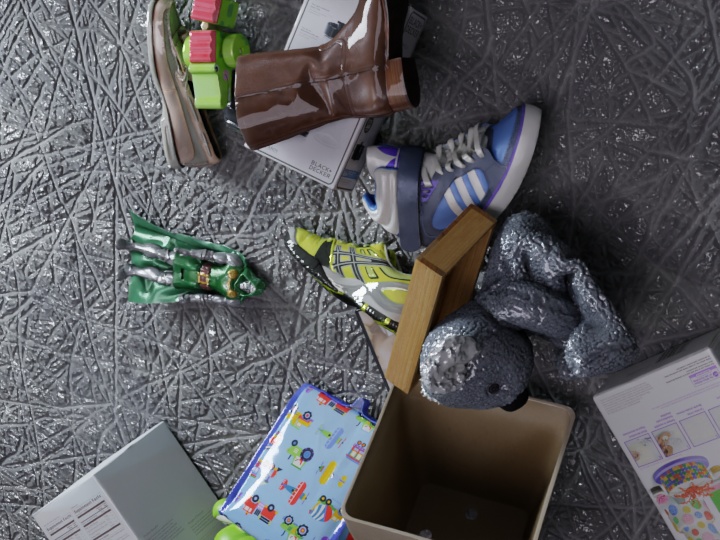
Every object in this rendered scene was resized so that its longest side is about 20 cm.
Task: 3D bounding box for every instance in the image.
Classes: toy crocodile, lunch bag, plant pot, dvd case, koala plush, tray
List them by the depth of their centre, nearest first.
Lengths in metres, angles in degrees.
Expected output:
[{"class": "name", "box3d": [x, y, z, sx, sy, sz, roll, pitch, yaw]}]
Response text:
[{"class": "koala plush", "box3d": [0.140, 0.064, 1.365, 0.199, 0.177, 0.185, -34, 84, 0]}, {"class": "tray", "box3d": [0.079, 0.032, 1.409, 0.037, 0.099, 0.201, 34, 143, 16]}, {"class": "plant pot", "box3d": [0.109, 0.253, 1.480, 0.198, 0.201, 0.178, 13, 142, 16]}, {"class": "toy crocodile", "box3d": [-0.158, -0.275, 1.485, 0.067, 0.062, 0.202, 9, 96, 28]}, {"class": "dvd case", "box3d": [0.088, 0.118, 1.551, 0.142, 0.018, 0.201, -16, 102, 34]}, {"class": "lunch bag", "box3d": [-0.046, 0.236, 1.607, 0.150, 0.094, 0.201, 27, 87, 29]}]

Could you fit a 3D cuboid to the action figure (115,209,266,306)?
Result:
[{"class": "action figure", "box3d": [-0.202, 0.002, 1.655, 0.198, 0.055, 0.119, 10, 112, 22]}]

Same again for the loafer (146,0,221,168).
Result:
[{"class": "loafer", "box3d": [-0.196, -0.211, 1.556, 0.062, 0.072, 0.202, 2, 119, 12]}]

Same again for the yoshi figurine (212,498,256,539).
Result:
[{"class": "yoshi figurine", "box3d": [-0.106, 0.346, 1.712, 0.198, 0.112, 0.113, 10, 122, 30]}]

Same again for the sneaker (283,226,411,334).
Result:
[{"class": "sneaker", "box3d": [0.000, 0.000, 1.532, 0.199, 0.075, 0.077, 33, 85, 26]}]

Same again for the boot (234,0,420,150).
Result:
[{"class": "boot", "box3d": [-0.049, -0.227, 1.362, 0.198, 0.064, 0.188, -10, 84, 25]}]

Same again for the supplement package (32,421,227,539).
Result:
[{"class": "supplement package", "box3d": [-0.284, 0.337, 1.783, 0.150, 0.152, 0.201, -34, 91, 37]}]

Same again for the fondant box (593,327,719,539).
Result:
[{"class": "fondant box", "box3d": [0.351, 0.177, 1.397, 0.144, 0.058, 0.201, -28, 94, 36]}]

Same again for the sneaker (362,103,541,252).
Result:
[{"class": "sneaker", "box3d": [0.081, -0.107, 1.395, 0.145, 0.081, 0.201, 22, 130, -9]}]

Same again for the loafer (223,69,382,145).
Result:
[{"class": "loafer", "box3d": [-0.066, -0.167, 1.488, 0.199, 0.068, 0.071, 20, 128, 26]}]

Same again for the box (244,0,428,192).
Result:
[{"class": "box", "box3d": [-0.024, -0.195, 1.413, 0.116, 0.060, 0.201, 25, 98, 19]}]
